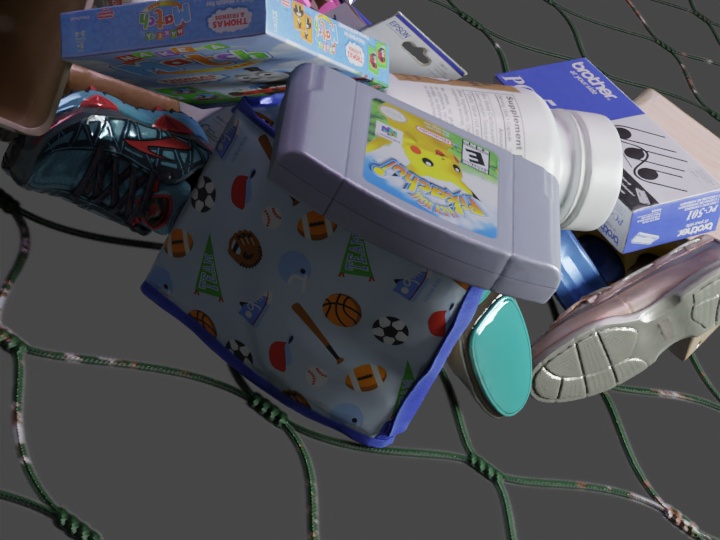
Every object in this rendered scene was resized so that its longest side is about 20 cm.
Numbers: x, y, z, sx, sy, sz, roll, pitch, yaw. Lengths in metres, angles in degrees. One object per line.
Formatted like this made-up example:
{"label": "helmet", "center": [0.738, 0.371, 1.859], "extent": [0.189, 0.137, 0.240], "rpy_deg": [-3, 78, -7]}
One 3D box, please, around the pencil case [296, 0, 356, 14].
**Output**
{"label": "pencil case", "center": [-0.061, -0.204, 1.877], "extent": [0.200, 0.090, 0.094], "rpy_deg": [-169, -124, -79]}

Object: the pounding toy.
{"label": "pounding toy", "center": [0.262, -0.020, 1.877], "extent": [0.200, 0.184, 0.142], "rpy_deg": [39, 63, 18]}

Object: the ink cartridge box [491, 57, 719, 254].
{"label": "ink cartridge box", "center": [0.193, -0.094, 1.788], "extent": [0.094, 0.044, 0.200], "rpy_deg": [-13, 42, -27]}

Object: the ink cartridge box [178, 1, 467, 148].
{"label": "ink cartridge box", "center": [-0.029, -0.138, 1.683], "extent": [0.099, 0.200, 0.039], "rpy_deg": [38, 35, -47]}

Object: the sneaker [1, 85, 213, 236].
{"label": "sneaker", "center": [-0.161, -0.071, 1.589], "extent": [0.200, 0.079, 0.096], "rpy_deg": [-1, 42, -50]}

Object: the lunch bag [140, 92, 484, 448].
{"label": "lunch bag", "center": [-0.017, -0.001, 1.512], "extent": [0.200, 0.170, 0.124], "rpy_deg": [39, 29, 18]}

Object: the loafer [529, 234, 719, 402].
{"label": "loafer", "center": [0.206, 0.036, 1.731], "extent": [0.063, 0.199, 0.072], "rpy_deg": [56, -11, 47]}

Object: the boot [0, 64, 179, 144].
{"label": "boot", "center": [-0.191, -0.130, 1.688], "extent": [0.199, 0.066, 0.175], "rpy_deg": [17, 28, -34]}

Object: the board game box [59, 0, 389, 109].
{"label": "board game box", "center": [-0.087, -0.148, 1.518], "extent": [0.151, 0.037, 0.200], "rpy_deg": [-4, -8, 23]}

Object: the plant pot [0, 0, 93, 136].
{"label": "plant pot", "center": [-0.297, -0.211, 1.536], "extent": [0.199, 0.200, 0.177], "rpy_deg": [21, -9, -22]}

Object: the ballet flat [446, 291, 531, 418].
{"label": "ballet flat", "center": [0.073, 0.020, 1.614], "extent": [0.064, 0.200, 0.067], "rpy_deg": [20, 53, 41]}

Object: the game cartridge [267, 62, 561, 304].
{"label": "game cartridge", "center": [0.039, -0.054, 1.438], "extent": [0.199, 0.041, 0.134], "rpy_deg": [24, 36, -12]}

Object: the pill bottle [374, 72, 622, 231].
{"label": "pill bottle", "center": [0.085, -0.081, 1.652], "extent": [0.199, 0.115, 0.114], "rpy_deg": [4, 33, -24]}

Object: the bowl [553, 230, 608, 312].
{"label": "bowl", "center": [0.143, -0.034, 1.817], "extent": [0.201, 0.039, 0.201], "rpy_deg": [55, 3, -4]}

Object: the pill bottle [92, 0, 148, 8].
{"label": "pill bottle", "center": [-0.175, -0.236, 1.798], "extent": [0.114, 0.114, 0.200], "rpy_deg": [15, 6, -33]}
